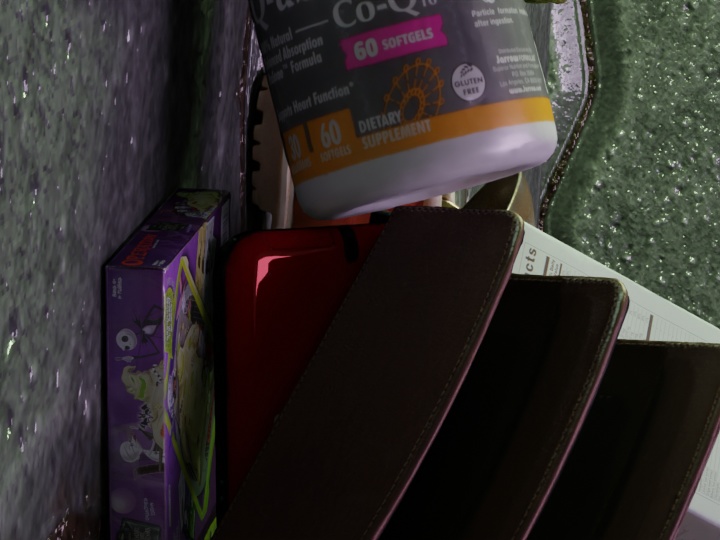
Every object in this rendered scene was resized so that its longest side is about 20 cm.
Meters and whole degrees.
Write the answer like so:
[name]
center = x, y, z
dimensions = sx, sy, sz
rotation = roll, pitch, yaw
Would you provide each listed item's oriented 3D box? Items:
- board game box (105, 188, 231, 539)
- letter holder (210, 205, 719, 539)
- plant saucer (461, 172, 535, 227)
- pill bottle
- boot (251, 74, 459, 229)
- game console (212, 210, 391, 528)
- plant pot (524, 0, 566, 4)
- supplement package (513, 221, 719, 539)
[board game box]
center = -0.077, 0.078, 1.000
dimensions = 0.120, 0.032, 0.201
rotation = -73, 165, -73
[letter holder]
center = 0.044, 0.084, 0.967
dimensions = 0.101, 0.142, 0.201
rotation = 45, 63, -34
[plant saucer]
center = 0.043, 0.028, 1.423
dimensions = 0.201, 0.032, 0.200
rotation = -53, -172, 11
[pill bottle]
center = 0.006, -0.130, 1.032
dimensions = 0.116, 0.116, 0.201
rotation = -1, 76, -82
[boot]
center = 0.000, 0.000, 1.228
dimensions = 0.075, 0.106, 0.201
rotation = -76, 170, -63
[game console]
center = -0.021, 0.077, 1.085
dimensions = 0.172, 0.118, 0.201
rotation = -4, 95, -39
[plant pot]
center = 0.087, -0.265, 1.483
dimensions = 0.200, 0.199, 0.185
rotation = -10, 115, -82
[supplement package]
center = 0.119, 0.080, 1.233
dimensions = 0.109, 0.199, 0.114
rotation = -38, -150, 50
